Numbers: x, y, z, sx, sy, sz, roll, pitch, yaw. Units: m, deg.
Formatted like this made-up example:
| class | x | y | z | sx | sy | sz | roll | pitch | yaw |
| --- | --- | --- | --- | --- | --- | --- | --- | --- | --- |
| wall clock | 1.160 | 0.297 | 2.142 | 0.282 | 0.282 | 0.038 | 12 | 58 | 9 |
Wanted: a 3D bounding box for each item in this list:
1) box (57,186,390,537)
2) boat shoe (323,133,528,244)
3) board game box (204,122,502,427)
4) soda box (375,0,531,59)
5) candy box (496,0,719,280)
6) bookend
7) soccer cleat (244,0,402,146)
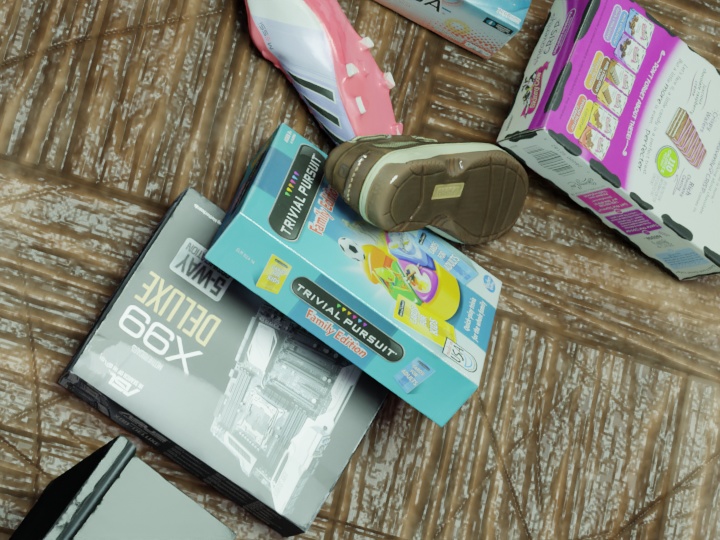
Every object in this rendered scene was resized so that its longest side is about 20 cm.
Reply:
| class | x | y | z | sx | sy | sz | roll | pitch | yaw |
| --- | --- | --- | --- | --- | --- | --- | --- | --- | --- |
| box | -0.085 | 0.064 | 1.555 | 0.200 | 0.050 | 0.158 | 36 | 69 | -9 |
| boat shoe | 0.046 | -0.067 | 1.589 | 0.075 | 0.202 | 0.075 | 28 | 100 | 30 |
| board game box | 0.000 | 0.000 | 1.553 | 0.200 | 0.047 | 0.151 | 36 | 27 | -9 |
| soda box | 0.031 | -0.235 | 1.648 | 0.199 | 0.068 | 0.064 | 26 | 68 | -11 |
| candy box | 0.209 | -0.102 | 1.658 | 0.200 | 0.061 | 0.137 | 35 | 65 | -25 |
| bookend | -0.125 | 0.214 | 1.430 | 0.200 | 0.199 | 0.092 | 39 | 67 | -8 |
| soccer cleat | -0.035 | -0.155 | 1.621 | 0.201 | 0.076 | 0.067 | 65 | 32 | -12 |
